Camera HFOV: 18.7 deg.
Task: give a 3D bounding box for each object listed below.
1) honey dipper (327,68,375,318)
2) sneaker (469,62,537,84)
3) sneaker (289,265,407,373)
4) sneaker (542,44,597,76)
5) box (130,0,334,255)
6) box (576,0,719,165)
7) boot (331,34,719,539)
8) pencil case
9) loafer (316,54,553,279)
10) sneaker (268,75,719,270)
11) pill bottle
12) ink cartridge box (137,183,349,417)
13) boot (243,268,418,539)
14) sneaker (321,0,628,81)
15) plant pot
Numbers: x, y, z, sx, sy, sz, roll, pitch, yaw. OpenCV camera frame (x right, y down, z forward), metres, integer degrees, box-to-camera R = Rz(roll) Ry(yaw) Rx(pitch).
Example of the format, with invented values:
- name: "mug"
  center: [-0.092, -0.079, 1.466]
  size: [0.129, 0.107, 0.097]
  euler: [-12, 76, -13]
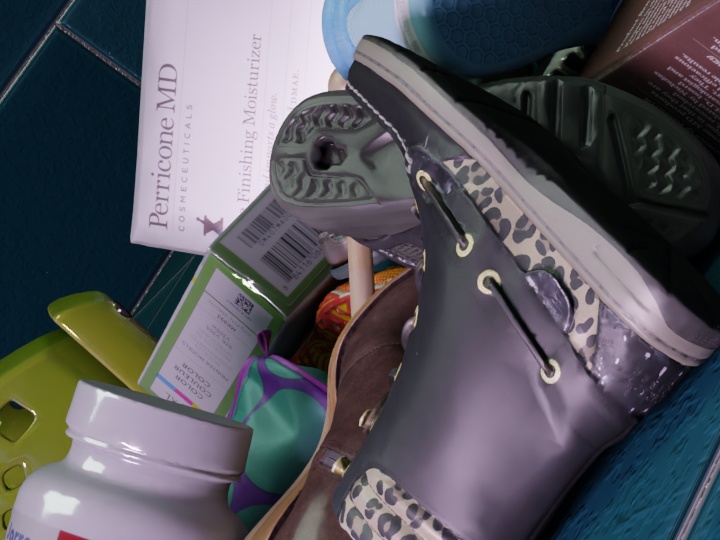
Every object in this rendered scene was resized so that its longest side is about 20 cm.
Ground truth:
- name: "honey dipper"
  center: [0.000, 0.000, 1.042]
  size: [0.038, 0.038, 0.202]
  euler: [155, 113, -73]
- name: "sneaker"
  center: [0.055, -0.091, 1.049]
  size: [0.077, 0.089, 0.201]
  euler: [19, 69, 40]
- name: "sneaker"
  center: [0.015, 0.023, 1.139]
  size: [0.077, 0.073, 0.200]
  euler: [-51, 8, -20]
- name: "sneaker"
  center: [0.131, -0.122, 1.044]
  size: [0.201, 0.078, 0.090]
  euler: [-56, 5, -9]
- name: "box"
  center: [-0.039, -0.116, 1.343]
  size: [0.200, 0.130, 0.201]
  euler: [-28, -56, -68]
- name: "box"
  center: [0.163, -0.107, 0.820]
  size: [0.101, 0.075, 0.200]
  euler: [-58, 10, -16]
- name: "boot"
  center: [0.027, 0.017, 0.812]
  size: [0.204, 0.073, 0.154]
  euler: [46, 109, 39]
- name: "pencil case"
  center: [-0.071, 0.136, 1.096]
  size: [0.200, 0.092, 0.085]
  euler: [-53, -5, 1]
- name: "loafer"
  center: [0.055, -0.072, 1.106]
  size: [0.199, 0.063, 0.072]
  euler: [-34, 7, -9]
- name: "sneaker"
  center: [0.071, -0.031, 0.907]
  size: [0.198, 0.114, 0.077]
  euler: [2, 79, 34]
- name: "pill bottle"
  center: [-0.115, 0.158, 0.999]
  size: [0.112, 0.111, 0.202]
  euler: [-177, 102, -80]
- name: "ink cartridge box"
  center: [-0.061, 0.028, 1.212]
  size: [0.104, 0.059, 0.200]
  euler: [-47, -7, -37]
- name: "boot"
  center: [0.033, 0.073, 0.931]
  size: [0.201, 0.072, 0.166]
  euler: [-56, 20, -19]
- name: "sneaker"
  center: [0.069, -0.127, 0.962]
  size: [0.199, 0.080, 0.130]
  euler: [-14, 6, -34]
- name: "plant pot"
  center: [-0.167, 0.124, 1.354]
  size: [0.182, 0.199, 0.200]
  euler: [-49, 8, -4]
